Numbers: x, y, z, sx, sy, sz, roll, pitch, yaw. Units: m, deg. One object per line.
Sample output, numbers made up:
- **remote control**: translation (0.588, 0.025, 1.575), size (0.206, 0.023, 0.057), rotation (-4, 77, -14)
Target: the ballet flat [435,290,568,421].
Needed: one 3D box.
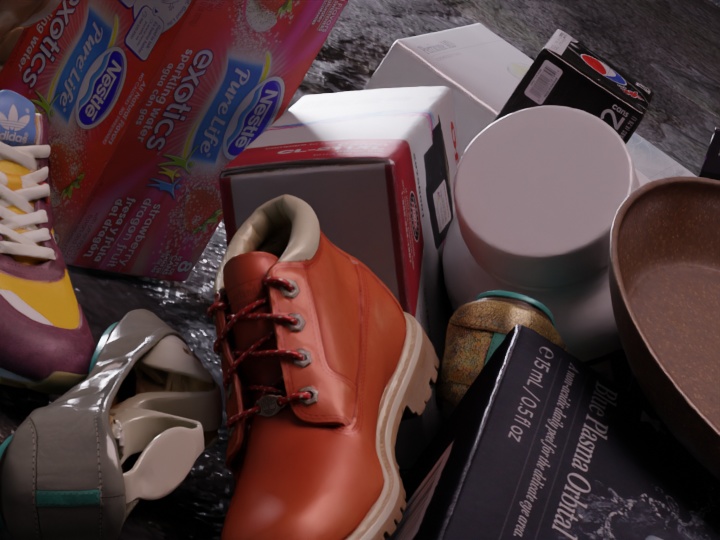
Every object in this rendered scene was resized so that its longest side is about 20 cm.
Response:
- **ballet flat**: translation (0.067, 0.080, 1.257), size (0.071, 0.071, 0.200), rotation (42, -15, 26)

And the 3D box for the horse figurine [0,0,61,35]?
- **horse figurine**: translation (-0.143, -0.146, 1.257), size (0.050, 0.132, 0.200), rotation (46, 16, -9)

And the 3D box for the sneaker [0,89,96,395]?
- **sneaker**: translation (-0.164, -0.028, 1.212), size (0.075, 0.090, 0.200), rotation (14, 24, -48)

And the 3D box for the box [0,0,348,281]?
- **box**: translation (-0.096, -0.105, 1.367), size (0.095, 0.200, 0.100), rotation (10, 27, -47)

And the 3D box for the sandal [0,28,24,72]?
- **sandal**: translation (-0.167, -0.097, 1.463), size (0.054, 0.081, 0.200), rotation (19, 8, 40)

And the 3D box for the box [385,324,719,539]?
- **box**: translation (0.098, 0.153, 1.090), size (0.200, 0.118, 0.197), rotation (33, 29, -4)

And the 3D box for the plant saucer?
- **plant saucer**: translation (0.178, 0.045, 1.166), size (0.200, 0.037, 0.201), rotation (26, 35, -19)

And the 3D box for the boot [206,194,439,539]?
- **boot**: translation (-0.032, 0.052, 1.120), size (0.107, 0.075, 0.200), rotation (57, 24, -25)

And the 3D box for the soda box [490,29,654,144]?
- **soda box**: translation (0.070, -0.022, 1.447), size (0.063, 0.200, 0.071), rotation (34, 16, 1)

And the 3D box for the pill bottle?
- **pill bottle**: translation (0.098, 0.013, 1.315), size (0.111, 0.111, 0.200), rotation (43, -15, 30)

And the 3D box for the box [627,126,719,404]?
- **box**: translation (0.160, 0.051, 1.292), size (0.036, 0.201, 0.143), rotation (16, -15, 23)

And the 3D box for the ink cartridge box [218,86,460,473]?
- **ink cartridge box**: translation (0.000, 0.000, 1.324), size (0.083, 0.146, 0.200), rotation (-5, 13, 11)

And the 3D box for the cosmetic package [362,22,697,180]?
- **cosmetic package**: translation (0.095, -0.044, 1.704), size (0.200, 0.123, 0.199), rotation (35, 16, 9)

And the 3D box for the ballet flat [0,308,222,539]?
- **ballet flat**: translation (-0.088, 0.064, 1.129), size (0.063, 0.068, 0.200), rotation (-3, 14, 14)
